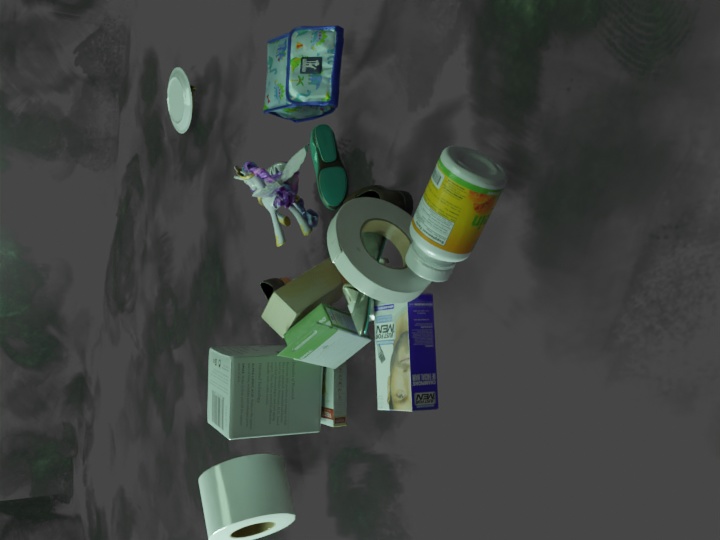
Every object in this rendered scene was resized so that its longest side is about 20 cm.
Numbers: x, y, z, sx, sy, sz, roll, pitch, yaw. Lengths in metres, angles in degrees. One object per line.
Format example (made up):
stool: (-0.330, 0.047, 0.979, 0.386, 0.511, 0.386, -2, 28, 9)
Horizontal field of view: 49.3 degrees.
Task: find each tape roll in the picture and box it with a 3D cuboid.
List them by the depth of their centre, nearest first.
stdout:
tape roll: (0.038, -0.036, 1.337, 0.037, 0.201, 0.204, -51, 48, 44)
tape roll: (-0.258, 0.520, 1.781, 0.203, 0.201, 0.140, -49, 48, 45)

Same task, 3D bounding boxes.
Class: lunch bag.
lunch bag: (-0.113, -0.420, 1.682, 0.199, 0.127, 0.172, 1, 87, 45)

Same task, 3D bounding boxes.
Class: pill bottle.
pill bottle: (0.145, -0.085, 1.253, 0.111, 0.110, 0.201, 56, 133, 43)

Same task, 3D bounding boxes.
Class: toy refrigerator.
toy refrigerator: (-0.103, 0.046, 1.552, 0.070, 0.200, 0.076, 42, 130, 13)

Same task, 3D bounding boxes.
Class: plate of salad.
plate of salad: (-0.558, -0.532, 2.458, 0.199, 0.048, 0.203, 20, 115, 53)

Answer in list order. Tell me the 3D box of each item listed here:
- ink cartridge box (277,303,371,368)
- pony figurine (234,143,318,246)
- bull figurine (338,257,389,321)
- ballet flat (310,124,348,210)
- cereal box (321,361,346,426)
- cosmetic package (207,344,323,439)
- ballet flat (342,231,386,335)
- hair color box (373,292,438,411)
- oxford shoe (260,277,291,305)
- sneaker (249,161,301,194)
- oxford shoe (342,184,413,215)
ink cartridge box: (-0.075, 0.122, 1.487, 0.104, 0.199, 0.060, -39, 61, 17)
pony figurine: (-0.175, -0.166, 1.706, 0.192, 0.167, 0.201, -17, 113, 46)
bull figurine: (0.000, 0.000, 1.524, 0.122, 0.065, 0.201, -51, 52, 35)
ballet flat: (-0.065, -0.208, 1.653, 0.071, 0.066, 0.202, 107, 154, -67)
cereal box: (-0.077, 0.219, 1.656, 0.143, 0.039, 0.203, -3, 86, 59)
cosmetic package: (-0.200, 0.246, 1.632, 0.164, 0.198, 0.167, 5, 94, 63)
ballet flat: (-0.001, 0.017, 1.426, 0.067, 0.063, 0.202, -96, 17, -77)
hair color box: (0.079, 0.146, 1.392, 0.109, 0.064, 0.203, -13, 79, 57)
oxford shoe: (-0.173, 0.091, 1.784, 0.200, 0.072, 0.072, 53, 131, 45)
sneaker: (-0.204, -0.195, 1.852, 0.199, 0.080, 0.090, -11, 86, 56)
oxford shoe: (0.012, -0.130, 1.495, 0.199, 0.084, 0.074, 1, 91, 59)
